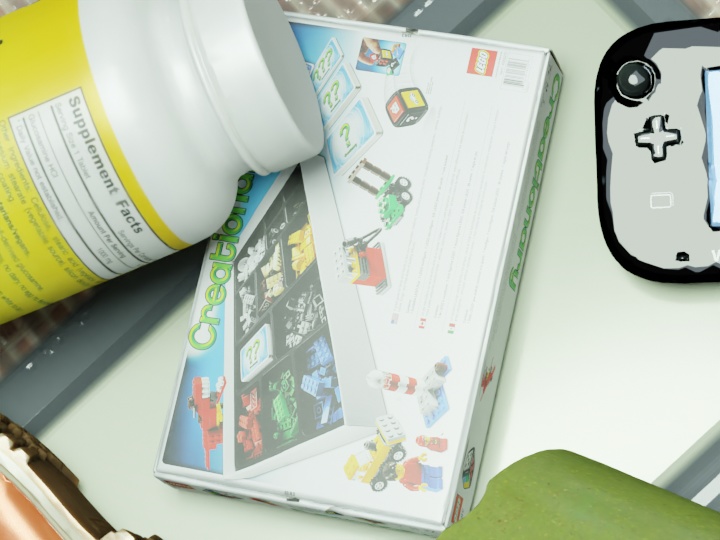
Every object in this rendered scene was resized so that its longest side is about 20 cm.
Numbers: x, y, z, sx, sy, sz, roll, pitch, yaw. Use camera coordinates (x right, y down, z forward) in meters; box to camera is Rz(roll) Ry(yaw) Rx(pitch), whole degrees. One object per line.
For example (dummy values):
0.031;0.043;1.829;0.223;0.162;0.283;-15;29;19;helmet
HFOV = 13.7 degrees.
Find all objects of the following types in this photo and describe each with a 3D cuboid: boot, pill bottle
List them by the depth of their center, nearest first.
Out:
-0.121;-0.049;1.187;0.199;0.112;0.113;-22;71;10;pill bottle
-0.150;0.119;1.202;0.200;0.075;0.107;40;93;19;boot

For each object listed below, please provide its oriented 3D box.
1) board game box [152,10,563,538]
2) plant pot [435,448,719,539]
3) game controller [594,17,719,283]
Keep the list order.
0.000;0.000;1.212;0.125;0.035;0.201;10;78;17;board game box
0.114;0.160;1.074;0.190;0.200;0.201;32;85;31;plant pot
0.191;-0.050;1.173;0.199;0.042;0.105;-3;75;14;game controller
